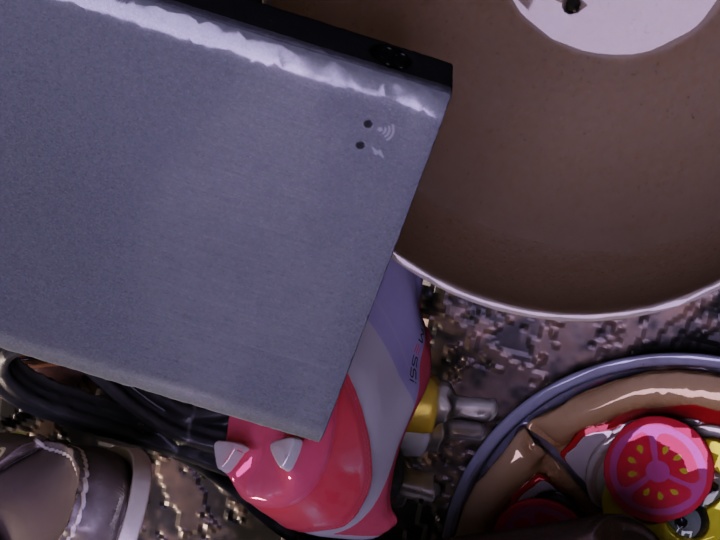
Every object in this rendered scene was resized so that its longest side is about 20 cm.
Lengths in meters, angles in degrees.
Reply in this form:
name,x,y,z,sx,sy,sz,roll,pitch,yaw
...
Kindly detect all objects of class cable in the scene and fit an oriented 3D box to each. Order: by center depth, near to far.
name,x,y,z,sx,sy,sz,roll,pitch,yaw
cable,-0.052,0.057,1.057,0.199,0.050,0.097,17,139,-9

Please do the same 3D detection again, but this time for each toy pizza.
name,x,y,z,sx,sy,sz,roll,pitch,yaw
toy pizza,0.128,0.128,1.074,0.199,0.032,0.201,5,112,11

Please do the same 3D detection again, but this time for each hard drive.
name,x,y,z,sx,sy,sz,roll,pitch,yaw
hard drive,-0.086,-0.033,0.891,0.199,0.033,0.140,17,119,-7

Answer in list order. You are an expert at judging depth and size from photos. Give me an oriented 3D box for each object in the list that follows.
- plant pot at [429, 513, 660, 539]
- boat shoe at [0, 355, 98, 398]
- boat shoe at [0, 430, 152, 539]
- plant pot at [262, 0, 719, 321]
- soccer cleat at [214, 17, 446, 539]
name,x,y,z,sx,sy,sz,roll,pitch,yaw
plant pot,0.025,0.184,1.017,0.198,0.200,0.201,-16,107,24
boat shoe,-0.123,0.028,1.074,0.199,0.072,0.072,-14,107,11
boat shoe,-0.134,0.094,1.044,0.059,0.200,0.072,24,76,-19
plant pot,0.078,-0.100,0.939,0.200,0.135,0.201,4,112,11
soccer cleat,0.000,0.000,1.008,0.067,0.076,0.201,-2,68,39
